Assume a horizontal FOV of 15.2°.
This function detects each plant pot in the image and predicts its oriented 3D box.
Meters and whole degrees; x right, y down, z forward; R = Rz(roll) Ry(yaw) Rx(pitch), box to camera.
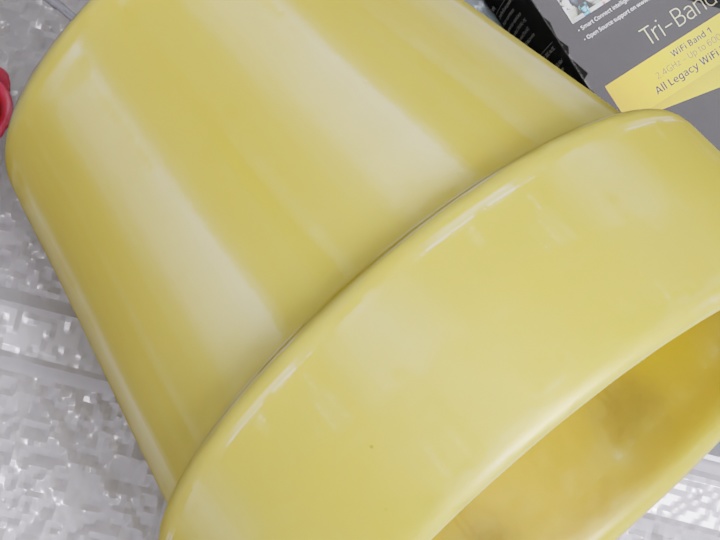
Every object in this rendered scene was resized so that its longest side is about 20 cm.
[{"bbox_3d":[0.000,0.000,0.788,0.201,0.201,0.189,-38,74,-9],"label":"plant pot"}]

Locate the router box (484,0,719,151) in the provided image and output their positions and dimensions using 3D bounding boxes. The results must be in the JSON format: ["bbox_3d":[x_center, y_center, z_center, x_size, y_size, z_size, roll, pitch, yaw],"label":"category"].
[{"bbox_3d":[0.156,-0.094,0.878,0.200,0.052,0.157,-32,87,-9],"label":"router box"}]

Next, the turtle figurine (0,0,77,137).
[{"bbox_3d":[-0.185,-0.055,0.813,0.199,0.101,0.150,21,59,13],"label":"turtle figurine"}]
